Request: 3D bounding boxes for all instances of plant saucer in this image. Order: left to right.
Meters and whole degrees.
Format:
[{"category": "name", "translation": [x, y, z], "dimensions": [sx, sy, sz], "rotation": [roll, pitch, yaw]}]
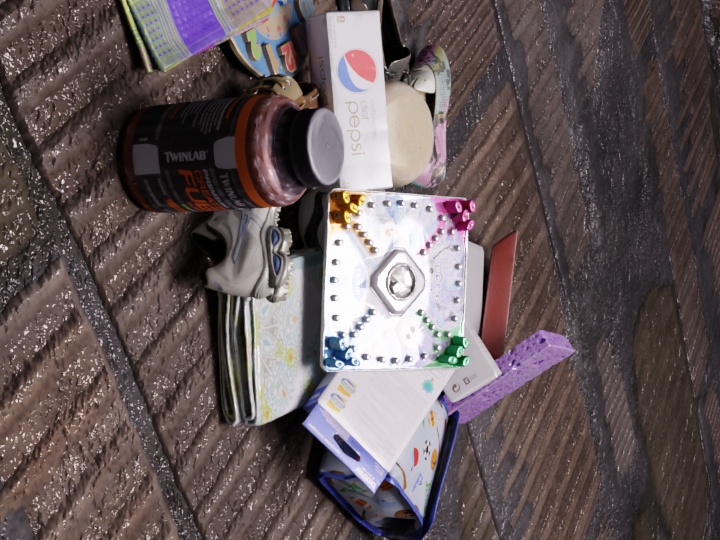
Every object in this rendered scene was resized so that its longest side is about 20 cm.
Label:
[{"category": "plant saucer", "translation": [0.199, 0.064, 1.990], "dimensions": [0.200, 0.037, 0.200], "rotation": [79, 18, -69]}]

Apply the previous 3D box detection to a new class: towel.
[{"category": "towel", "translation": [-0.166, -0.290, 1.341], "dimensions": [0.200, 0.023, 0.144], "rotation": [-39, 118, -48]}, {"category": "towel", "translation": [-0.091, 0.069, 1.478], "dimensions": [0.200, 0.048, 0.172], "rotation": [-17, 107, -62]}]

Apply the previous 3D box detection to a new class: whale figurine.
[{"category": "whale figurine", "translation": [-0.007, -0.161, 1.623], "dimensions": [0.200, 0.104, 0.160], "rotation": [-11, 99, -38]}]

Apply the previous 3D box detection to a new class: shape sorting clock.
[{"category": "shape sorting clock", "translation": [-0.103, -0.306, 1.478], "dimensions": [0.200, 0.039, 0.201], "rotation": [6, 84, -63]}]

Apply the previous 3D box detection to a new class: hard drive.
[{"category": "hard drive", "translation": [0.118, 0.017, 1.839], "dimensions": [0.200, 0.027, 0.132], "rotation": [18, 74, -61]}]

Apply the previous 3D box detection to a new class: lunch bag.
[{"category": "lunch bag", "translation": [0.047, 0.224, 1.654], "dimensions": [0.200, 0.124, 0.170], "rotation": [60, 39, -50]}]

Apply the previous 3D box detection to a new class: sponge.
[{"category": "sponge", "translation": [0.195, 0.152, 1.880], "dimensions": [0.030, 0.200, 0.112], "rotation": [60, 18, 20]}]

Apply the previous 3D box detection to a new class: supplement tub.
[{"category": "supplement tub", "translation": [-0.118, -0.110, 1.265], "dimensions": [0.107, 0.200, 0.107], "rotation": [7, 82, -62]}]

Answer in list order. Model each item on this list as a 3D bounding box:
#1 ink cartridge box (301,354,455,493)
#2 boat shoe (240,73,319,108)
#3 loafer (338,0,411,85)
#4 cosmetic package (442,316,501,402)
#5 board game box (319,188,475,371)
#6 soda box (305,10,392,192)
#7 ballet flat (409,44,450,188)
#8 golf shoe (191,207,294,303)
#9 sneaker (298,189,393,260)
[{"category": "ink cartridge box", "translation": [0.016, 0.144, 1.525], "dimensions": [0.119, 0.042, 0.200], "rotation": [46, 51, -13]}, {"category": "boat shoe", "translation": [-0.098, -0.174, 1.436], "dimensions": [0.200, 0.075, 0.074], "rotation": [-24, 125, -70]}, {"category": "loafer", "translation": [0.033, -0.278, 1.714], "dimensions": [0.200, 0.063, 0.072], "rotation": [64, 36, -39]}, {"category": "cosmetic package", "translation": [0.094, 0.063, 1.686], "dimensions": [0.200, 0.074, 0.102], "rotation": [59, 5, 6]}, {"category": "board game box", "translation": [0.047, 0.013, 1.517], "dimensions": [0.200, 0.026, 0.201], "rotation": [2, 90, -35]}, {"category": "soda box", "translation": [-0.013, -0.189, 1.521], "dimensions": [0.068, 0.064, 0.201], "rotation": [-7, 98, -24]}, {"category": "ballet flat", "translation": [0.082, -0.212, 1.817], "dimensions": [0.071, 0.069, 0.201], "rotation": [8, 82, -43]}, {"category": "golf shoe", "translation": [-0.125, -0.055, 1.386], "dimensions": [0.078, 0.097, 0.200], "rotation": [102, -16, -44]}, {"category": "sneaker", "translation": [0.000, 0.000, 1.580], "dimensions": [0.075, 0.115, 0.200], "rotation": [-41, 124, -56]}]
